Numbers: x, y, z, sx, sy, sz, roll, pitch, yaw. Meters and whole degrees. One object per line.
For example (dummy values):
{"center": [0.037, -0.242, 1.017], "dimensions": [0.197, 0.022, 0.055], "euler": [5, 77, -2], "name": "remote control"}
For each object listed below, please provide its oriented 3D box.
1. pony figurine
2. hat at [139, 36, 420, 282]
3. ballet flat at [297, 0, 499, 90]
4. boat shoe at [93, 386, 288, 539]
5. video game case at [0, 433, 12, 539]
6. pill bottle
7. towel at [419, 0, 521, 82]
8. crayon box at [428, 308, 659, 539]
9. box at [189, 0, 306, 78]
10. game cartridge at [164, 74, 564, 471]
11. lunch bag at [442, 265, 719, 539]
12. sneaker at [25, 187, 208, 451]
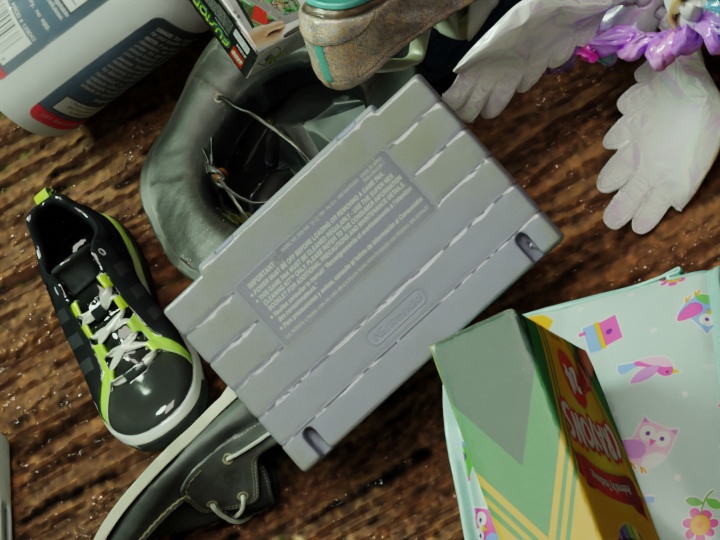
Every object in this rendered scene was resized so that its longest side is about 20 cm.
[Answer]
{"center": [0.154, -0.147, 1.555], "dimensions": [0.193, 0.166, 0.201], "euler": [-51, 24, 27], "name": "pony figurine"}
{"center": [-0.032, -0.065, 1.644], "dimensions": [0.199, 0.081, 0.202], "euler": [-13, 61, 25], "name": "hat"}
{"center": [0.037, -0.159, 1.578], "dimensions": [0.068, 0.068, 0.200], "euler": [18, 37, 42], "name": "ballet flat"}
{"center": [-0.081, 0.119, 1.584], "dimensions": [0.200, 0.072, 0.068], "euler": [-43, 82, 6], "name": "boat shoe"}
{"center": [-0.305, 0.206, 1.669], "dimensions": [0.199, 0.023, 0.183], "euler": [-16, 60, 17], "name": "video game case"}
{"center": [-0.152, -0.184, 1.707], "dimensions": [0.199, 0.119, 0.120], "euler": [-33, 55, 24], "name": "pill bottle"}
{"center": [0.009, -0.207, 1.704], "dimensions": [0.112, 0.049, 0.200], "euler": [-47, 57, -2], "name": "towel"}
{"center": [0.107, 0.127, 1.326], "dimensions": [0.051, 0.127, 0.201], "euler": [-24, 72, 15], "name": "crayon box"}
{"center": [-0.079, -0.223, 1.608], "dimensions": [0.110, 0.035, 0.200], "euler": [-31, 80, -26], "name": "box"}
{"center": [0.000, 0.000, 1.528], "dimensions": [0.200, 0.038, 0.130], "euler": [-42, 84, 8], "name": "game cartridge"}
{"center": [0.139, 0.106, 1.458], "dimensions": [0.169, 0.122, 0.201], "euler": [-16, 66, 18], "name": "lunch bag"}
{"center": [-0.160, 0.027, 1.641], "dimensions": [0.072, 0.083, 0.200], "euler": [-39, 48, 7], "name": "sneaker"}
